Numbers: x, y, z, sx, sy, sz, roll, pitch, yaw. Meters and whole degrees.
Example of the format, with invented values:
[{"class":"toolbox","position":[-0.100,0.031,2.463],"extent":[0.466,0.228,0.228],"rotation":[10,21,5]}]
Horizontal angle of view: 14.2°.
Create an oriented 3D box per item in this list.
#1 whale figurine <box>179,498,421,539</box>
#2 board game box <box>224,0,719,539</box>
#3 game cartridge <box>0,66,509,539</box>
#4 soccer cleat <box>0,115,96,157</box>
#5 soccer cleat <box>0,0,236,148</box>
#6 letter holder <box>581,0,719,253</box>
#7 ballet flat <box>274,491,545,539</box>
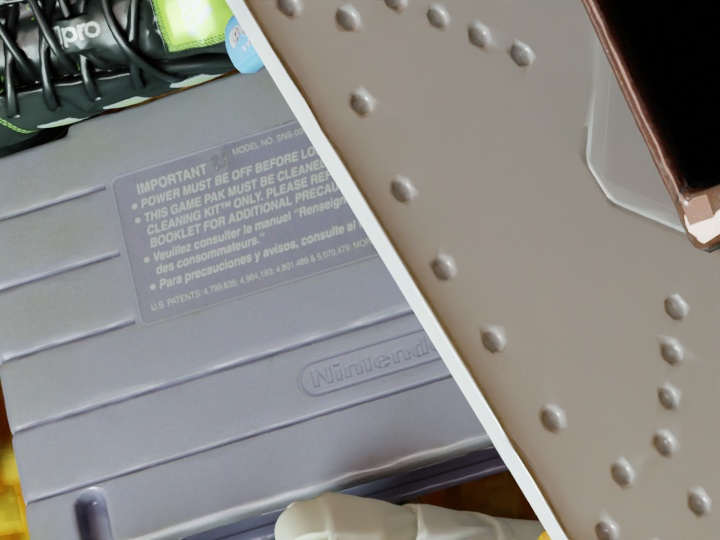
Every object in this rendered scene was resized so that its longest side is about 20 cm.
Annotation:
[{"class":"whale figurine","position":[-0.040,0.149,0.805],"extent":[0.200,0.159,0.104],"rotation":[-50,58,5]},{"class":"board game box","position":[0.073,-0.030,0.704],"extent":[0.201,0.200,0.026],"rotation":[58,141,4]},{"class":"game cartridge","position":[0.000,0.000,0.766],"extent":[0.199,0.038,0.130],"rotation":[-16,58,4]},{"class":"soccer cleat","position":[-0.091,-0.092,0.830],"extent":[0.081,0.068,0.201],"rotation":[-7,98,12]},{"class":"soccer cleat","position":[-0.068,-0.072,0.762],"extent":[0.199,0.081,0.068],"rotation":[-19,107,-14]},{"class":"letter holder","position":[0.116,-0.104,0.635],"extent":[0.100,0.200,0.143],"rotation":[-27,88,28]},{"class":"ballet flat","position":[-0.025,0.093,0.705],"extent":[0.199,0.069,0.070],"rotation":[-22,91,2]}]
